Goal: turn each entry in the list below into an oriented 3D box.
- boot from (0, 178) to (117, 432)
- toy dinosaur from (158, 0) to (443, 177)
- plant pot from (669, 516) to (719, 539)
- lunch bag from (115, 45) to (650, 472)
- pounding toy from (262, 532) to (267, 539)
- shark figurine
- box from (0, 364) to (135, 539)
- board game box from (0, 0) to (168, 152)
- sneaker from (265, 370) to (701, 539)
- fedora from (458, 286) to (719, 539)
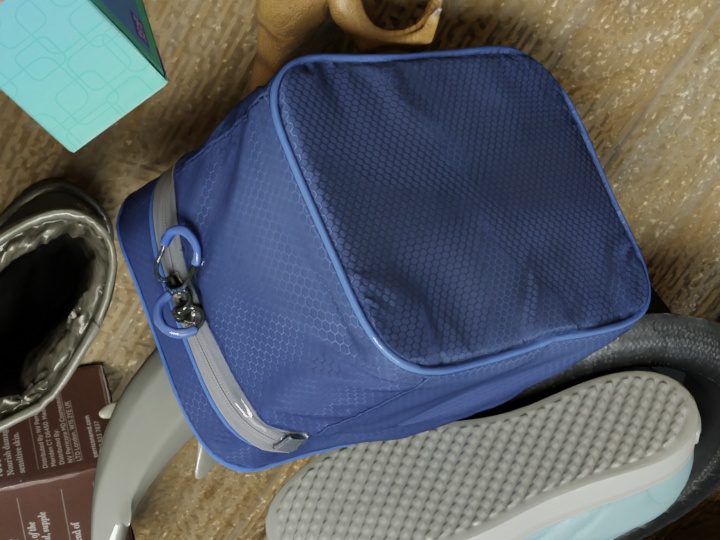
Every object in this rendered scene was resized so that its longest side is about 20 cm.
[{"bbox_3d":[-0.152,0.041,0.655,0.072,0.200,0.182,33,95,-17],"label":"boot"},{"bbox_3d":[-0.021,-0.107,0.703,0.106,0.061,0.201,16,121,-1],"label":"toy dinosaur"},{"bbox_3d":[0.186,0.226,0.944,0.174,0.201,0.200,21,120,-45],"label":"plant pot"},{"bbox_3d":[0.000,0.000,0.693,0.199,0.137,0.132,-8,160,-43],"label":"lunch bag"},{"bbox_3d":[-0.098,0.251,0.906,0.199,0.185,0.143,-15,134,4],"label":"pounding toy"},{"bbox_3d":[-0.069,0.070,0.750,0.089,0.215,0.128,-3,138,47],"label":"shark figurine"},{"bbox_3d":[-0.209,0.119,0.807,0.199,0.075,0.101,-10,132,-10],"label":"box"},{"bbox_3d":[-0.149,-0.150,0.540,0.045,0.152,0.200,-35,132,12],"label":"board game box"},{"bbox_3d":[0.059,0.112,0.769,0.199,0.074,0.082,-13,135,-4],"label":"sneaker"},{"bbox_3d":[0.100,0.065,0.859,0.199,0.092,0.201,-9,138,-8],"label":"fedora"}]
